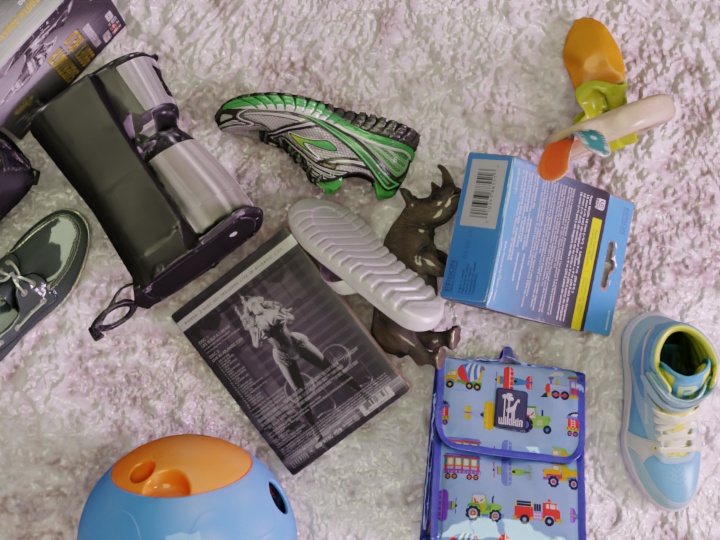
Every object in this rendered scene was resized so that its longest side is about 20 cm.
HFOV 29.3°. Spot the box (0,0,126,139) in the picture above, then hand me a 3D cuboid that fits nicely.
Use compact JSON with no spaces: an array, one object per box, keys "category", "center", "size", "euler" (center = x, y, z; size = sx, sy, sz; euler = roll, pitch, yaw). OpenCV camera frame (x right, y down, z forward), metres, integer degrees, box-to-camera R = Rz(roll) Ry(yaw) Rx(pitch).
[{"category":"box","center":[-0.298,-0.208,1.268],"size":[0.048,0.200,0.158],"euler":[41,86,2]}]

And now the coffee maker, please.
[{"category":"coffee maker","center":[-0.220,-0.077,1.290],"size":[0.192,0.135,0.200],"euler":[-33,80,-25]}]

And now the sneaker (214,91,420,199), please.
[{"category":"sneaker","center":[-0.046,-0.122,1.344],"size":[0.200,0.078,0.085],"euler":[15,90,-3]}]

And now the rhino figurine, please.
[{"category":"rhino figurine","center":[0.060,-0.007,1.352],"size":[0.087,0.060,0.200],"euler":[8,86,26]}]

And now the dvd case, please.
[{"category":"dvd case","center":[-0.069,0.079,1.350],"size":[0.149,0.016,0.200],"euler":[-37,92,10]}]

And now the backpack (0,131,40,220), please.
[{"category":"backpack","center":[-0.430,-0.097,1.276],"size":[0.200,0.135,0.183],"euler":[46,106,4]}]

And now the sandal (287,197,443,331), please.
[{"category":"sandal","center":[-0.006,0.001,1.318],"size":[0.203,0.082,0.050],"euler":[44,128,33]}]

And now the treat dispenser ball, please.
[{"category":"treat dispenser ball","center":[-0.158,0.250,1.262],"size":[0.200,0.201,0.201],"euler":[0,88,-4]}]

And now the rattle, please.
[{"category":"rattle","center":[0.210,-0.168,1.307],"size":[0.200,0.130,0.143],"euler":[-17,102,-47]}]

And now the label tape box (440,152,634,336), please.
[{"category":"label tape box","center":[0.176,-0.021,1.351],"size":[0.200,0.063,0.145],"euler":[15,86,-45]}]

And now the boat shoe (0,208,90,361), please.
[{"category":"boat shoe","center":[-0.331,0.024,1.326],"size":[0.073,0.062,0.200],"euler":[39,85,0]}]

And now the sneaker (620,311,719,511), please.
[{"category":"sneaker","center":[0.302,0.140,1.334],"size":[0.079,0.131,0.200],"euler":[-9,89,-6]}]

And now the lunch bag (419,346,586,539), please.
[{"category":"lunch bag","center":[0.142,0.175,1.354],"size":[0.150,0.094,0.200],"euler":[5,75,-3]}]
